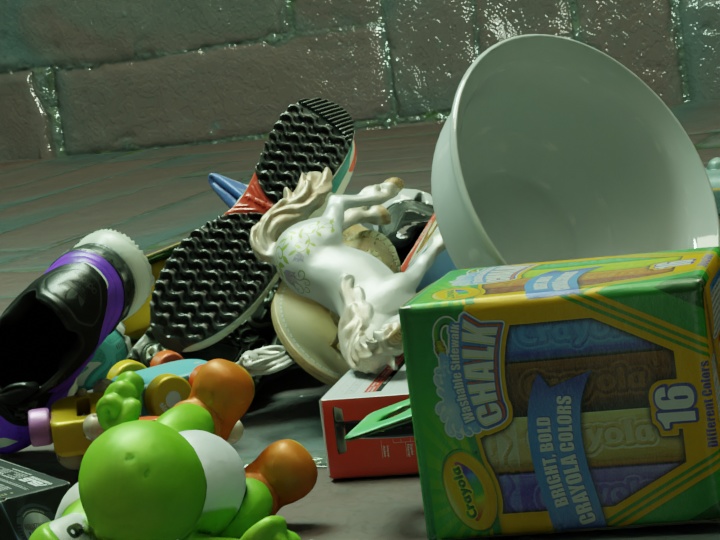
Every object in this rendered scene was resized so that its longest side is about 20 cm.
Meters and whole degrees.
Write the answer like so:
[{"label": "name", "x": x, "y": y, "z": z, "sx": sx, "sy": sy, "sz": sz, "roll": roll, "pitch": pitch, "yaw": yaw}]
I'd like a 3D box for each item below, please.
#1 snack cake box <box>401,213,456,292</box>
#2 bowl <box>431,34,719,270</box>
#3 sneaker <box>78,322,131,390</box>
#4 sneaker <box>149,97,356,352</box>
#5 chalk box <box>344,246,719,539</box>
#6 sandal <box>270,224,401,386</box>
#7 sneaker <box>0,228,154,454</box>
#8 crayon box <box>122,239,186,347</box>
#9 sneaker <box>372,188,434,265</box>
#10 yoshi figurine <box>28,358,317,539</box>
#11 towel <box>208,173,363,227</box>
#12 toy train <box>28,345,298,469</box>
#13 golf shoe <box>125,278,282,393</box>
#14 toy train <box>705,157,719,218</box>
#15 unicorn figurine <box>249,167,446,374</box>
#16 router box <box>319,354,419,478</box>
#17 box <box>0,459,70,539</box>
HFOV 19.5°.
[{"label": "snack cake box", "x": 0.086, "y": -0.027, "z": 1.433, "sx": 0.116, "sy": 0.067, "sz": 0.200, "roll": -59, "pitch": 3, "yaw": -28}, {"label": "bowl", "x": 0.115, "y": -0.034, "z": 1.270, "sx": 0.200, "sy": 0.203, "sz": 0.090, "roll": -14, "pitch": -17, "yaw": -38}, {"label": "sneaker", "x": -0.261, "y": 0.077, "z": 1.539, "sx": 0.198, "sy": 0.078, "sz": 0.080, "roll": -10, "pitch": 27, "yaw": 13}, {"label": "sneaker", "x": -0.065, "y": -0.019, "z": 1.432, "sx": 0.070, "sy": 0.201, "sz": 0.093, "roll": 31, "pitch": -11, "yaw": 18}, {"label": "chalk box", "x": 0.091, "y": 0.062, "z": 1.089, "sx": 0.198, "sy": 0.125, "sz": 0.124, "roll": -5, "pitch": 8, "yaw": 14}, {"label": "sandal", "x": -0.005, "y": -0.003, "z": 1.406, "sx": 0.077, "sy": 0.070, "sz": 0.212, "roll": 30, "pitch": 23, "yaw": -5}, {"label": "sneaker", "x": -0.213, "y": 0.058, "z": 1.314, "sx": 0.200, "sy": 0.069, "sz": 0.100, "roll": -51, "pitch": -4, "yaw": 38}, {"label": "crayon box", "x": -0.125, "y": 0.017, "z": 1.600, "sx": 0.126, "sy": 0.051, "sz": 0.200, "roll": -20, "pitch": -9, "yaw": 22}, {"label": "sneaker", "x": 0.101, "y": -0.001, "z": 1.622, "sx": 0.198, "sy": 0.067, "sz": 0.091, "roll": 18, "pitch": 25, "yaw": -3}, {"label": "yoshi figurine", "x": -0.087, "y": 0.103, "z": 1.041, "sx": 0.111, "sy": 0.113, "sz": 0.200, "roll": 4, "pitch": 15, "yaw": 23}, {"label": "towel", "x": -0.021, "y": -0.014, "z": 1.572, "sx": 0.147, "sy": 0.024, "sz": 0.200, "roll": 45, "pitch": 13, "yaw": 24}, {"label": "toy train", "x": -0.116, "y": 0.098, "z": 1.284, "sx": 0.149, "sy": 0.056, "sz": 0.200, "roll": -1, "pitch": 12, "yaw": 19}, {"label": "golf shoe", "x": -0.102, "y": 0.066, "z": 1.478, "sx": 0.088, "sy": 0.078, "sz": 0.199, "roll": -35, "pitch": -8, "yaw": 39}, {"label": "toy train", "x": 0.278, "y": -0.029, "z": 1.571, "sx": 0.198, "sy": 0.115, "sz": 0.085, "roll": -3, "pitch": 9, "yaw": 22}, {"label": "unicorn figurine", "x": 0.009, "y": 0.006, "z": 1.306, "sx": 0.199, "sy": 0.074, "sz": 0.137, "roll": 19, "pitch": 40, "yaw": 41}, {"label": "router box", "x": 0.085, "y": 0.073, "z": 1.280, "sx": 0.178, "sy": 0.049, "sz": 0.200, "roll": -5, "pitch": 9, "yaw": 14}, {"label": "box", "x": -0.267, "y": 0.140, "z": 1.145, "sx": 0.159, "sy": 0.044, "sz": 0.199, "roll": -13, "pitch": 10, "yaw": -33}]
